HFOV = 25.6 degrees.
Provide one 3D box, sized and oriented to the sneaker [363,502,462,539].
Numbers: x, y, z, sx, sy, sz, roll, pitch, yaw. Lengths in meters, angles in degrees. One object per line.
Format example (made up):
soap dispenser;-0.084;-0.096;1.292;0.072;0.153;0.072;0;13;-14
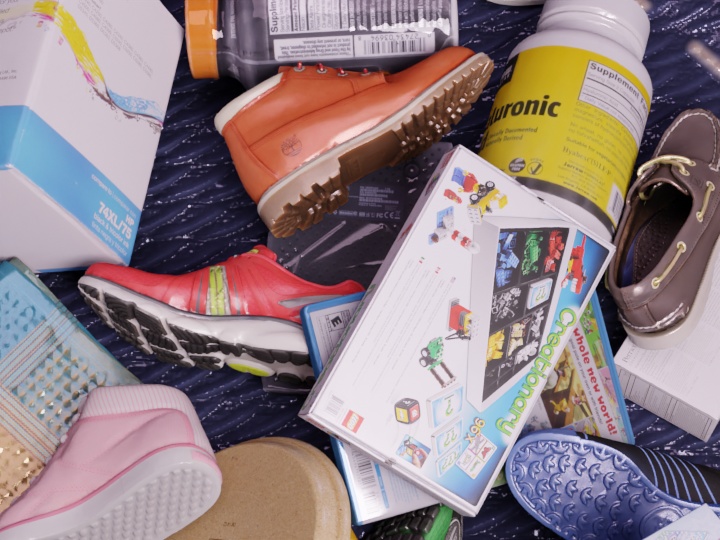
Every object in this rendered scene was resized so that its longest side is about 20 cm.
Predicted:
sneaker;0.032;0.236;1.015;0.085;0.078;0.201;33;56;-25

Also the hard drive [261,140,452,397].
hard drive;0.000;0.000;1.130;0.134;0.042;0.201;3;66;2

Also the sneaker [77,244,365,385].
sneaker;-0.090;0.021;1.073;0.199;0.077;0.085;12;64;4

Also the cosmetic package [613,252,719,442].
cosmetic package;0.257;0.015;1.117;0.082;0.051;0.200;30;69;14

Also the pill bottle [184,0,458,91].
pill bottle;-0.030;-0.183;1.181;0.199;0.106;0.107;-3;65;-1

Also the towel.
towel;-0.259;0.105;1.073;0.147;0.022;0.200;46;73;-1

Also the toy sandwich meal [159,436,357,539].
toy sandwich meal;-0.070;0.202;1.010;0.205;0.070;0.206;-24;43;24

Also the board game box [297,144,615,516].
board game box;0.063;0.038;1.007;0.126;0.035;0.200;32;76;-10

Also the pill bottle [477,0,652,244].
pill bottle;0.147;-0.102;1.140;0.111;0.111;0.201;16;65;7

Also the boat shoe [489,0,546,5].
boat shoe;0.179;-0.265;1.242;0.199;0.062;0.073;-16;66;-7

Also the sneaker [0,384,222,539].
sneaker;-0.185;0.146;1.045;0.200;0.075;0.105;-31;42;9

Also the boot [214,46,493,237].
boot;-0.005;-0.120;1.118;0.200;0.075;0.107;-31;70;-11

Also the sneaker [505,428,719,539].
sneaker;0.186;0.151;1.029;0.199;0.078;0.070;22;97;-2

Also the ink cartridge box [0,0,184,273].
ink cartridge box;-0.235;-0.119;1.107;0.146;0.146;0.201;-3;62;26

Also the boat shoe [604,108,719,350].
boat shoe;0.215;-0.042;1.091;0.072;0.060;0.200;-4;49;36

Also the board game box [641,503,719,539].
board game box;0.133;0.249;0.927;0.199;0.200;0.043;-26;49;-12

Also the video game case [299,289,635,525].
video game case;0.071;0.071;1.034;0.199;0.018;0.144;-13;86;-17
